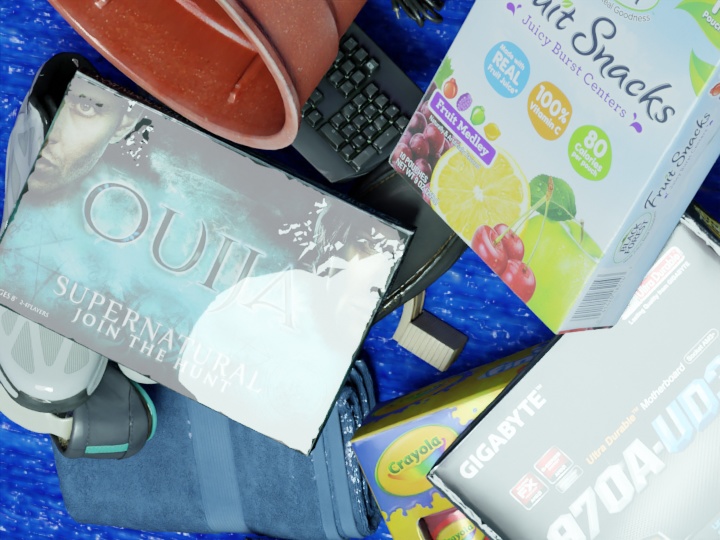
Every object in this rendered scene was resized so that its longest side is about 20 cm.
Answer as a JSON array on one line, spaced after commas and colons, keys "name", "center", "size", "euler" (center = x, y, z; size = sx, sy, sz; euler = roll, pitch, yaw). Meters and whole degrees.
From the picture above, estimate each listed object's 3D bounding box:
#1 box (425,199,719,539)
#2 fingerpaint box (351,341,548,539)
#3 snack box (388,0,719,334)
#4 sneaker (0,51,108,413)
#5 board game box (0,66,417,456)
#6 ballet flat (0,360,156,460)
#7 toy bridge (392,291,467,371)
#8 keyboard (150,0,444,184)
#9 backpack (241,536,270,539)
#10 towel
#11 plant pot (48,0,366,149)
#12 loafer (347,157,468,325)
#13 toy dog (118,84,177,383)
[{"name": "box", "center": [0.158, 0.087, 1.443], "size": [0.159, 0.046, 0.200], "euler": [44, 107, 1]}, {"name": "fingerpaint box", "center": [0.121, 0.124, 1.533], "size": [0.200, 0.073, 0.167], "euler": [-20, 100, 18]}, {"name": "snack box", "center": [0.112, -0.090, 1.377], "size": [0.142, 0.053, 0.200], "euler": [46, 122, 29]}, {"name": "sneaker", "center": [-0.171, -0.029, 1.546], "size": [0.076, 0.201, 0.115], "euler": [2, 154, -7]}, {"name": "board game box", "center": [-0.087, -0.005, 1.491], "size": [0.200, 0.028, 0.135], "euler": [25, 100, 3]}, {"name": "ballet flat", "center": [-0.198, 0.046, 1.618], "size": [0.200, 0.073, 0.073], "euler": [41, 122, 35]}, {"name": "toy bridge", "center": [0.064, -0.041, 1.547], "size": [0.067, 0.027, 0.200], "euler": [32, 118, 10]}, {"name": "keyboard", "center": [-0.033, -0.149, 1.511], "size": [0.200, 0.127, 0.021], "euler": [46, 160, 7]}, {"name": "backpack", "center": [-0.035, 0.275, 1.592], "size": [0.168, 0.200, 0.163], "euler": [15, 125, 0]}, {"name": "towel", "center": [-0.085, 0.102, 1.649], "size": [0.200, 0.049, 0.112], "euler": [1, 109, 21]}, {"name": "plant pot", "center": [-0.051, -0.200, 1.418], "size": [0.201, 0.201, 0.195], "euler": [38, 74, 6]}, {"name": "loafer", "center": [0.000, 0.000, 1.530], "size": [0.073, 0.072, 0.200], "euler": [43, 121, -3]}, {"name": "toy dog", "center": [-0.081, -0.040, 1.569], "size": [0.096, 0.132, 0.200], "euler": [5, 121, -11]}]
